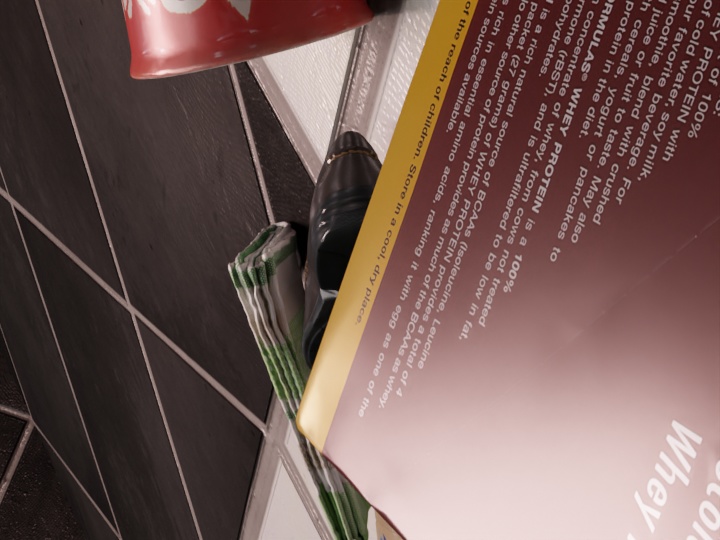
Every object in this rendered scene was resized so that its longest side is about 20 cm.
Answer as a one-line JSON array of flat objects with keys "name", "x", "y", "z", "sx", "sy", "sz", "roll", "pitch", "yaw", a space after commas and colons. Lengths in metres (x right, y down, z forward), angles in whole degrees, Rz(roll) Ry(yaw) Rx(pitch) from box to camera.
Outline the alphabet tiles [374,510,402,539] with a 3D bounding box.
[{"name": "alphabet tiles", "x": 0.037, "y": 0.153, "z": 0.853, "sx": 0.167, "sy": 0.007, "sz": 0.203, "roll": -167, "pitch": 70, "yaw": -72}]

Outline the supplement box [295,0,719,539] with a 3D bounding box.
[{"name": "supplement box", "x": 0.108, "y": 0.004, "z": 0.405, "sx": 0.200, "sy": 0.132, "sz": 0.199, "roll": 38, "pitch": 112, "yaw": 55}]

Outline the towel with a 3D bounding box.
[{"name": "towel", "x": -0.028, "y": 0.071, "z": 1.050, "sx": 0.149, "sy": 0.030, "sz": 0.202, "roll": -60, "pitch": -51, "yaw": -77}]

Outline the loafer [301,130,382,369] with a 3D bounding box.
[{"name": "loafer", "x": 0.000, "y": 0.000, "z": 0.928, "sx": 0.201, "sy": 0.072, "sz": 0.073, "roll": 100, "pitch": 167, "yaw": -57}]

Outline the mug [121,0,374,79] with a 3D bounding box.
[{"name": "mug", "x": -0.088, "y": -0.215, "z": 0.829, "sx": 0.177, "sy": 0.132, "sz": 0.202, "roll": 16, "pitch": 123, "yaw": 64}]
